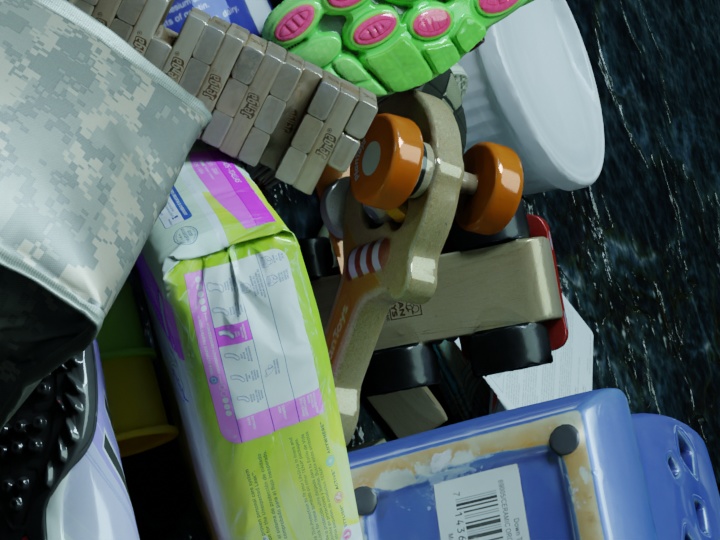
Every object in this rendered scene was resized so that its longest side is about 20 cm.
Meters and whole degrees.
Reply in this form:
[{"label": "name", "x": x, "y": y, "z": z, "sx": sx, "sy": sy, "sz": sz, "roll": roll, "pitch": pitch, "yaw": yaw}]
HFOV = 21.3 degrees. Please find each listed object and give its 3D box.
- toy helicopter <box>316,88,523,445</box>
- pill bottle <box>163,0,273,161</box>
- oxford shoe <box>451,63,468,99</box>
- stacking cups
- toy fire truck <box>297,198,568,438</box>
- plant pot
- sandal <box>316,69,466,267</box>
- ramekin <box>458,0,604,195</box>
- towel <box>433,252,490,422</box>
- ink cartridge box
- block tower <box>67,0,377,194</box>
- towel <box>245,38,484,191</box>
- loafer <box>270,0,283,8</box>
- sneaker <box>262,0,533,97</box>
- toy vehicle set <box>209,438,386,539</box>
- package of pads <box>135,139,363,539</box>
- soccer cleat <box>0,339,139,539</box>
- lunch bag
[{"label": "toy helicopter", "x": 0.000, "y": 0.000, "z": 1.012, "sx": 0.079, "sy": 0.132, "sz": 0.201, "roll": 12, "pitch": 104, "yaw": -29}, {"label": "pill bottle", "x": -0.115, "y": -0.149, "z": 1.001, "sx": 0.201, "sy": 0.119, "sz": 0.120, "roll": 67, "pitch": 26, "yaw": -11}, {"label": "oxford shoe", "x": 0.002, "y": -0.126, "z": 1.302, "sx": 0.058, "sy": 0.075, "sz": 0.200, "roll": 39, "pitch": 25, "yaw": 23}, {"label": "stacking cups", "x": -0.143, "y": -0.007, "z": 0.938, "sx": 0.060, "sy": 0.060, "sz": 0.201, "roll": 10, "pitch": 61, "yaw": -62}, {"label": "toy fire truck", "x": 0.040, "y": 0.039, "z": 1.153, "sx": 0.200, "sy": 0.175, "sz": 0.129, "roll": 10, "pitch": 69, "yaw": -79}, {"label": "plant pot", "x": 0.090, "y": 0.177, "z": 1.022, "sx": 0.180, "sy": 0.199, "sz": 0.201, "roll": 43, "pitch": 35, "yaw": -59}, {"label": "sandal", "x": 0.011, "y": -0.068, "z": 1.254, "sx": 0.201, "sy": 0.057, "sz": 0.080, "roll": -55, "pitch": 139, "yaw": -33}, {"label": "ramekin", "x": 0.106, "y": -0.147, "z": 1.474, "sx": 0.202, "sy": 0.094, "sz": 0.203, "roll": 42, "pitch": 38, "yaw": -46}, {"label": "towel", "x": 0.061, "y": 0.010, "z": 1.368, "sx": 0.201, "sy": 0.022, "sz": 0.147, "roll": 63, "pitch": 28, "yaw": -20}, {"label": "ink cartridge box", "x": 0.103, "y": 0.052, "z": 1.363, "sx": 0.200, "sy": 0.057, "sz": 0.163, "roll": 45, "pitch": 36, "yaw": -34}, {"label": "block tower", "x": -0.092, "y": -0.103, "z": 0.921, "sx": 0.199, "sy": 0.054, "sz": 0.058, "roll": 26, "pitch": 10, "yaw": -6}, {"label": "towel", "x": 0.000, "y": -0.146, "z": 1.147, "sx": 0.023, "sy": 0.200, "sz": 0.145, "roll": 30, "pitch": 46, "yaw": -31}, {"label": "loafer", "x": -0.045, "y": -0.162, "z": 1.155, "sx": 0.200, "sy": 0.072, "sz": 0.073, "roll": -102, "pitch": 175, "yaw": -64}, {"label": "sneaker", "x": 0.032, "y": -0.148, "z": 1.013, "sx": 0.199, "sy": 0.084, "sz": 0.077, "roll": -28, "pitch": 110, "yaw": -25}, {"label": "toy vehicle set", "x": -0.014, "y": 0.182, "z": 1.097, "sx": 0.200, "sy": 0.026, "sz": 0.125, "roll": -24, "pitch": 95, "yaw": -65}, {"label": "package of pads", "x": -0.057, "y": 0.051, "z": 0.921, "sx": 0.155, "sy": 0.068, "sz": 0.201, "roll": -128, "pitch": -156, "yaw": -64}, {"label": "soccer cleat", "x": -0.130, "y": 0.113, "z": 0.865, "sx": 0.073, "sy": 0.068, "sz": 0.201, "roll": 19, "pitch": 62, "yaw": -59}, {"label": "lunch bag", "x": -0.186, "y": -0.053, "z": 0.791, "sx": 0.200, "sy": 0.118, "sz": 0.164, "roll": 38, "pitch": 37, "yaw": -14}]
